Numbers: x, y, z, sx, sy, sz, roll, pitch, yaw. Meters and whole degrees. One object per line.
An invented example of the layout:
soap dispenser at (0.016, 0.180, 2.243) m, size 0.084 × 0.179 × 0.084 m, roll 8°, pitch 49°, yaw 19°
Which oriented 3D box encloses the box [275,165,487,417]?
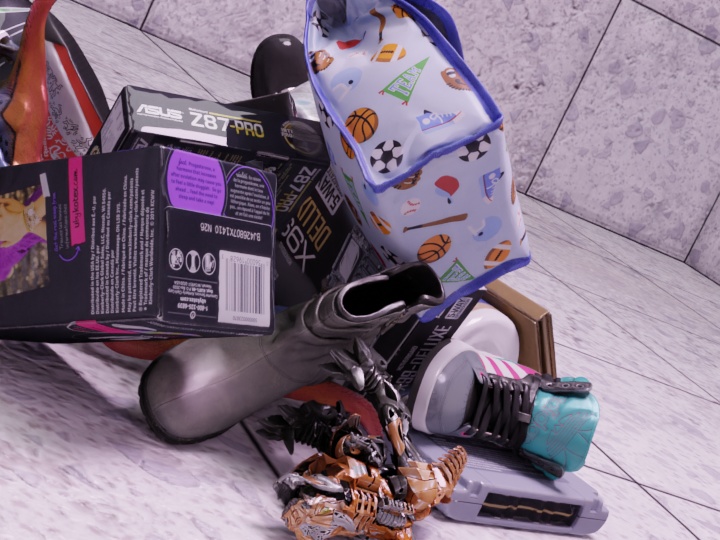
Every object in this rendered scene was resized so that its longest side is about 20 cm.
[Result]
box at (0.000, 0.000, 1.301) m, size 0.050 × 0.158 × 0.200 m, roll 8°, pitch 40°, yaw -40°

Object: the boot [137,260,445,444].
boot at (-0.044, 0.043, 1.074) m, size 0.199 × 0.131 × 0.068 m, roll -21°, pitch 79°, yaw -43°

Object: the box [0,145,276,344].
box at (-0.166, -0.010, 1.033) m, size 0.199 × 0.107 × 0.122 m, roll -4°, pitch -8°, yaw 33°

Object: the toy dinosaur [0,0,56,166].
toy dinosaur at (-0.266, -0.091, 1.206) m, size 0.105 × 0.200 × 0.182 m, roll 1°, pitch 56°, yaw -53°

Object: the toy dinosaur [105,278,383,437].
toy dinosaur at (-0.095, 0.048, 1.175) m, size 0.181 × 0.105 × 0.200 m, roll -7°, pitch 41°, yaw -37°

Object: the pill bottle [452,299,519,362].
pill bottle at (0.039, 0.045, 1.467) m, size 0.111 × 0.111 × 0.200 m, roll 15°, pitch 15°, yaw -47°

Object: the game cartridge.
game cartridge at (0.091, 0.154, 1.270) m, size 0.199 × 0.041 × 0.133 m, roll 16°, pitch 18°, yaw -45°

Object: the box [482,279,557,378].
box at (0.108, 0.060, 1.516) m, size 0.021 × 0.164 × 0.200 m, roll -32°, pitch 44°, yaw -24°

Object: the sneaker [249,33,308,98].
sneaker at (-0.051, -0.123, 1.535) m, size 0.074 × 0.201 × 0.088 m, roll -17°, pitch 20°, yaw -15°

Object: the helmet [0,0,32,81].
helmet at (-0.344, -0.152, 1.352) m, size 0.199 × 0.201 × 0.191 m, roll 29°, pitch -6°, yaw 16°

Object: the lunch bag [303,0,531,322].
lunch bag at (0.031, -0.099, 1.168) m, size 0.200 × 0.123 × 0.170 m, roll 57°, pitch -10°, yaw 38°

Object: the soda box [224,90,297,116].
soda box at (-0.148, -0.098, 1.389) m, size 0.199 × 0.071 × 0.063 m, roll -11°, pitch 0°, yaw 1°

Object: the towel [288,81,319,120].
towel at (0.026, -0.104, 1.491) m, size 0.200 × 0.048 × 0.171 m, roll 47°, pitch 34°, yaw 6°

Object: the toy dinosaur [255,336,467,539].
toy dinosaur at (0.004, 0.133, 1.066) m, size 0.136 × 0.102 × 0.200 m, roll 58°, pitch 8°, yaw 22°

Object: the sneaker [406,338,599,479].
sneaker at (0.118, 0.110, 1.244) m, size 0.120 × 0.084 × 0.200 m, roll 20°, pitch 5°, yaw 24°

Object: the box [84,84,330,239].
box at (-0.137, -0.046, 1.214) m, size 0.160 × 0.200 × 0.049 m, roll 9°, pitch 50°, yaw -28°

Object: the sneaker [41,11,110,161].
sneaker at (-0.245, -0.095, 1.290) m, size 0.067 × 0.107 × 0.202 m, roll -64°, pitch 129°, yaw -83°
